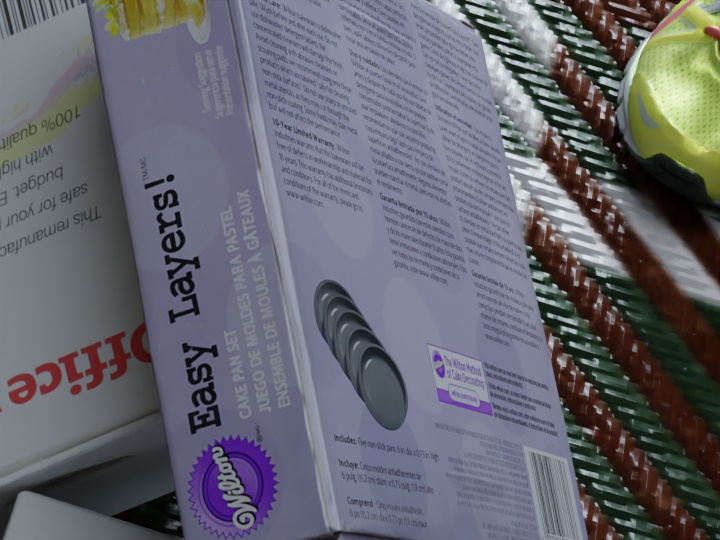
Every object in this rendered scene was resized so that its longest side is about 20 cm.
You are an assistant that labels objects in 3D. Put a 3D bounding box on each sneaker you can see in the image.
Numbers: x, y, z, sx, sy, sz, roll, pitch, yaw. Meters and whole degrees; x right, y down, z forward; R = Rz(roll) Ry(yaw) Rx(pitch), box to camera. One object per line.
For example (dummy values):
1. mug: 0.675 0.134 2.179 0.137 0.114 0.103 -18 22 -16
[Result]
1. sneaker: 0.165 -0.106 1.016 0.078 0.090 0.200 32 53 6

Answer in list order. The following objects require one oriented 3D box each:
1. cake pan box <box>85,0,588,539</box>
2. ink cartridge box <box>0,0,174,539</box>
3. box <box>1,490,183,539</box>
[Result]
1. cake pan box: 0.000 0.000 0.761 0.052 0.200 0.185 -16 76 22
2. ink cartridge box: -0.105 -0.024 0.810 0.144 0.085 0.201 -22 69 18
3. box: -0.027 0.165 0.751 0.199 0.098 0.125 18 51 -3
